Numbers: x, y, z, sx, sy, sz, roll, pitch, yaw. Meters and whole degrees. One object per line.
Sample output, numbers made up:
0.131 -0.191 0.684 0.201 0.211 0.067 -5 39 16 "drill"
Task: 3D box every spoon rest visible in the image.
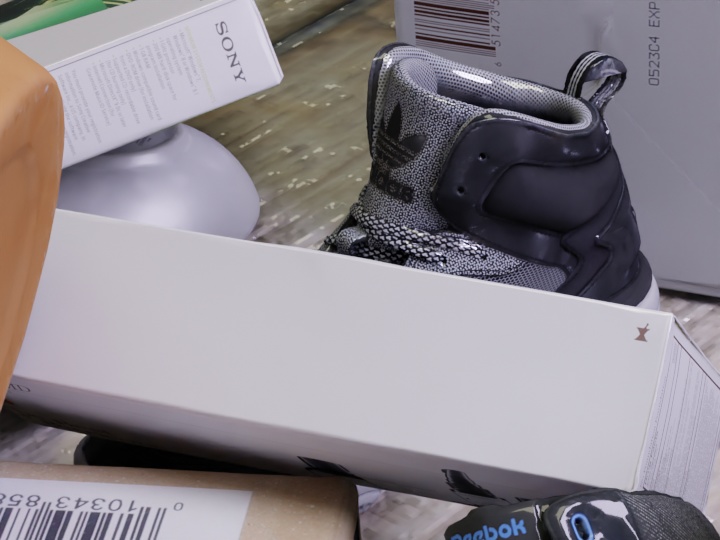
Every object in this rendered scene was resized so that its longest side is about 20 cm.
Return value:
-0.094 -0.003 0.940 0.099 0.061 0.200 5 20 11 "spoon rest"

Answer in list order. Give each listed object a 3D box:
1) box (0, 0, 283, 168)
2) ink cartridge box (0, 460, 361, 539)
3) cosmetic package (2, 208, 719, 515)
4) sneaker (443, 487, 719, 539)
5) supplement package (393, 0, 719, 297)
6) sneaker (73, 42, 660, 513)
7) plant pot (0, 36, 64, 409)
-0.133 -0.052 0.955 0.200 0.036 0.144 -20 16 -6 "box"
-0.106 0.120 0.715 0.200 0.075 0.165 2 31 7 "ink cartridge box"
-0.011 0.027 0.765 0.200 0.083 0.051 10 77 20 "cosmetic package"
0.034 0.112 0.646 0.073 0.112 0.200 -25 0 34 "sneaker"
0.110 -0.126 0.973 0.147 0.191 0.200 10 34 19 "supplement package"
0.000 0.000 0.856 0.200 0.114 0.075 -23 37 -27 "sneaker"
-0.156 -0.001 0.685 0.140 0.200 0.200 17 35 3 "plant pot"
